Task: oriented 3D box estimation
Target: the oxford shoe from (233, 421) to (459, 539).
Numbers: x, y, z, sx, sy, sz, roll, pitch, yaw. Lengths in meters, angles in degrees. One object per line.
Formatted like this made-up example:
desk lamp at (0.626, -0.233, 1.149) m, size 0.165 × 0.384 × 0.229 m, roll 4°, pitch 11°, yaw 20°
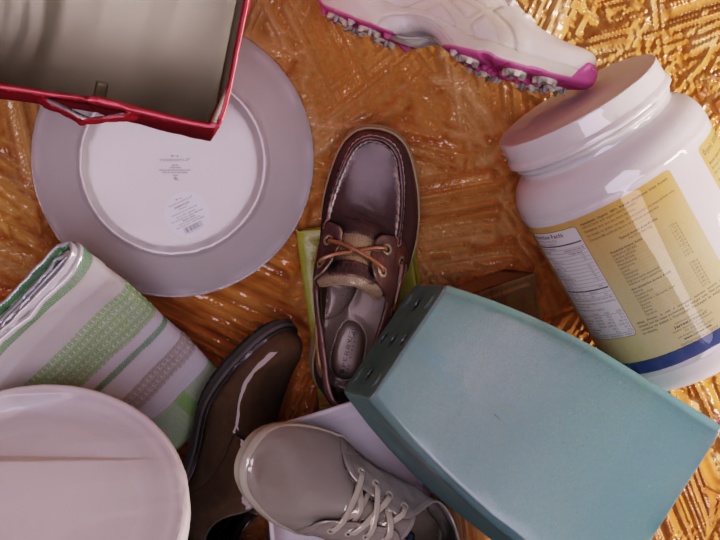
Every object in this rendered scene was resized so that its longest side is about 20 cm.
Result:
oxford shoe at (-0.002, 0.158, 1.355) m, size 0.200 × 0.058 × 0.075 m, roll 34°, pitch 78°, yaw -36°

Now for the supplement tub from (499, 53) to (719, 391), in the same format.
supplement tub at (0.196, -0.033, 1.380) m, size 0.144 × 0.144 × 0.200 m, roll -30°, pitch 102°, yaw 3°

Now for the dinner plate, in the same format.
dinner plate at (-0.132, -0.077, 1.413) m, size 0.200 × 0.024 × 0.200 m, roll -1°, pitch 103°, yaw -3°

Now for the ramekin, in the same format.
ramekin at (-0.206, 0.179, 1.289) m, size 0.202 × 0.203 × 0.094 m, roll -4°, pitch 140°, yaw -3°

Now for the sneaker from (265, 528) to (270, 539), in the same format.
sneaker at (-0.025, 0.212, 1.457) m, size 0.088 × 0.080 × 0.200 m, roll 4°, pitch 107°, yaw -10°

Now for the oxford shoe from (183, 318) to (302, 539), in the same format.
oxford shoe at (-0.079, 0.129, 1.421) m, size 0.084 × 0.073 × 0.200 m, roll 33°, pitch 108°, yaw 30°

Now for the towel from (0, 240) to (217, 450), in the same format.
towel at (-0.187, 0.084, 1.382) m, size 0.149 × 0.031 × 0.200 m, roll -45°, pitch 133°, yaw 0°

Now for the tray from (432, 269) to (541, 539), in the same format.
tray at (0.093, 0.109, 1.433) m, size 0.099 × 0.037 × 0.200 m, roll -18°, pitch 105°, yaw -38°

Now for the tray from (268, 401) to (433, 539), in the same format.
tray at (0.010, 0.136, 1.411) m, size 0.200 × 0.022 × 0.108 m, roll -15°, pitch 105°, yaw -36°

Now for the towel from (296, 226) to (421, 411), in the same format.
towel at (0.008, 0.063, 1.453) m, size 0.086 × 0.018 × 0.200 m, roll -8°, pitch 102°, yaw -3°

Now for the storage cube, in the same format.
storage cube at (-0.157, -0.188, 1.295) m, size 0.171 × 0.180 × 0.200 m, roll 10°, pitch 89°, yaw -6°

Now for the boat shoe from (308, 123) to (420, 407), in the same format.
boat shoe at (0.000, 0.000, 1.397) m, size 0.072 × 0.072 × 0.200 m, roll 11°, pitch 102°, yaw -1°

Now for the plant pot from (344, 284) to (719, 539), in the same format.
plant pot at (0.100, 0.101, 1.330) m, size 0.200 × 0.141 × 0.141 m, roll 36°, pitch 83°, yaw -9°

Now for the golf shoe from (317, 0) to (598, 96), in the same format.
golf shoe at (0.072, -0.181, 1.363) m, size 0.200 × 0.075 × 0.092 m, roll 20°, pitch 88°, yaw 9°
